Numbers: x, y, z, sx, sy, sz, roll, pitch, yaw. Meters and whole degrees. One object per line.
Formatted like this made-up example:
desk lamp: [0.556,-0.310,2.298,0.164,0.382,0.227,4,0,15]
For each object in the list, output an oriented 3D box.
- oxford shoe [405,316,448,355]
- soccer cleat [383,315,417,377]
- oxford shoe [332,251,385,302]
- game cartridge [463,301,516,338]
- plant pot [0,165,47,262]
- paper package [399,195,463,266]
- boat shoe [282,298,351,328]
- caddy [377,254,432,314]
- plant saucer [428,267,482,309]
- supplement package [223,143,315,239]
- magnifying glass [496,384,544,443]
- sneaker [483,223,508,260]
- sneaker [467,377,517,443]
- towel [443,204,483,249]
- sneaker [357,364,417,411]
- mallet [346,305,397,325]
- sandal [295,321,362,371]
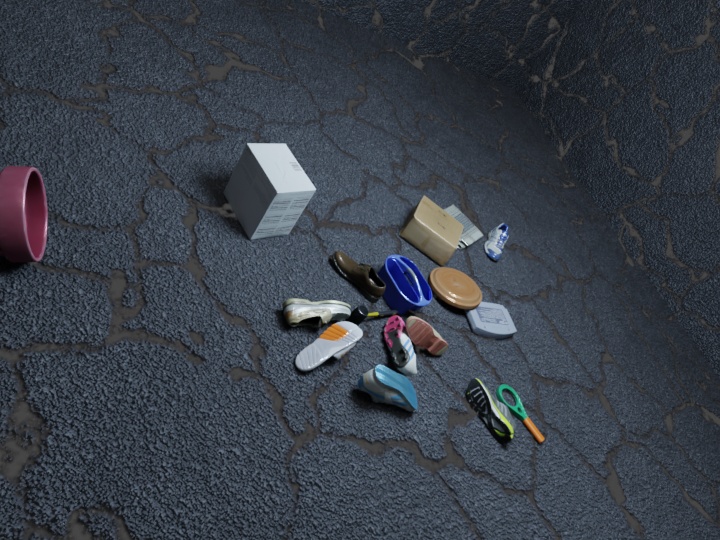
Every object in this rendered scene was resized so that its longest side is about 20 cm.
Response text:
oxford shoe: [0.184,0.186,1.648,0.200,0.071,0.074,45,6,-40]
soccer cleat: [0.117,0.221,1.598,0.086,0.069,0.201,51,19,-37]
oxford shoe: [0.000,0.000,1.696,0.200,0.085,0.073,40,40,4]
game cartridge: [0.450,0.173,1.923,0.199,0.041,0.134,10,43,-31]
plant pot: [-0.761,-0.115,1.133,0.177,0.201,0.201,-1,51,-19]
paper package: [0.266,-0.148,2.036,0.199,0.104,0.191,35,37,-4]
boat shoe: [-0.115,0.124,1.500,0.198,0.075,0.069,4,56,-27]
caddy: [0.141,0.042,1.747,0.141,0.105,0.201,-8,58,-41]
plant saucer: [0.332,0.054,1.915,0.199,0.032,0.201,17,34,-12]
supplement package: [-0.268,-0.231,1.614,0.146,0.200,0.192,-11,60,-44]
magnifying glass: [0.494,0.442,1.709,0.079,0.022,0.200,-17,62,-46]
sneaker: [0.561,-0.124,2.259,0.075,0.088,0.201,32,40,-11]
sneaker: [0.387,0.405,1.628,0.081,0.074,0.201,-14,69,-52]
towel: [0.391,-0.181,2.223,0.193,0.035,0.199,49,40,12]
sneaker: [0.077,0.317,1.459,0.200,0.080,0.077,40,32,-32]
mallet: [0.037,0.136,1.637,0.199,0.066,0.041,7,47,-54]
sandal: [-0.086,0.207,1.453,0.206,0.060,0.079,-31,55,-28]
